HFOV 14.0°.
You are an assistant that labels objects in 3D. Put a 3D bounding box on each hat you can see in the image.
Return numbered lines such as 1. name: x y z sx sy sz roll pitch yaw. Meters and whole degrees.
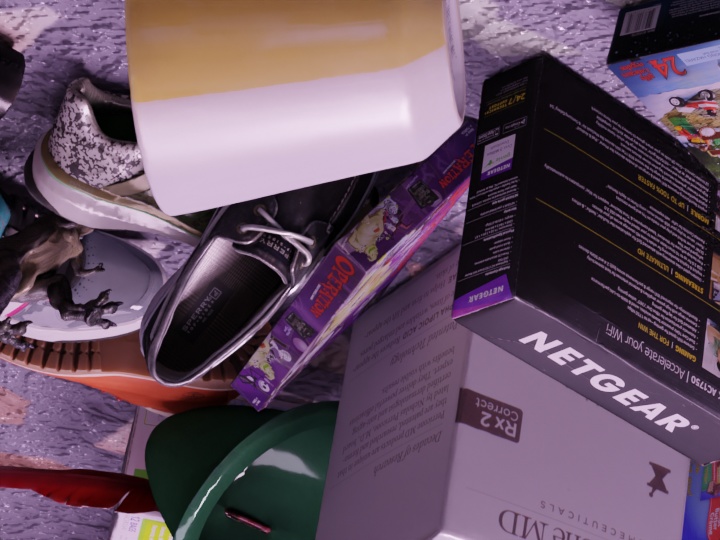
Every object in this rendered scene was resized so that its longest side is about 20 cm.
1. hat: -0.111 0.107 1.872 0.200 0.176 0.166 -7 128 -45

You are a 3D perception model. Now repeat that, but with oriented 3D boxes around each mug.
1. mug: -0.031 -0.114 1.438 0.153 0.150 0.187 -4 157 7

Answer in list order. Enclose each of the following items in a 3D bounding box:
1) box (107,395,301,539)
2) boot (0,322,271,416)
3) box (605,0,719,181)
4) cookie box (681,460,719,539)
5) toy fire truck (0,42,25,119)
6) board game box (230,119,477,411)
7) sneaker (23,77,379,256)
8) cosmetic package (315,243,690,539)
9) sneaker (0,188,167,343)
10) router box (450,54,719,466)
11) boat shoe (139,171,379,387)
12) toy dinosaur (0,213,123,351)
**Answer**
1. box: -0.062 0.154 1.974 0.199 0.102 0.113 12 152 -5
2. boot: -0.163 0.051 1.852 0.199 0.075 0.107 13 156 -9
3. box: 0.243 -0.097 1.464 0.200 0.038 0.137 -10 141 40
4. cookie box: 0.272 0.103 1.708 0.075 0.172 0.200 26 148 -32
5. toy fire truck: -0.260 -0.025 1.589 0.128 0.200 0.176 28 140 -30
6. board game box: 0.000 0.000 1.663 0.032 0.120 0.200 41 149 2
7. sneaker: -0.085 -0.060 1.631 0.199 0.077 0.089 9 139 -7
8. cosmetic package: 0.087 0.115 1.754 0.164 0.201 0.165 21 150 -22
9. sneaker: -0.211 -0.020 1.728 0.199 0.084 0.121 11 161 0
10. router box: 0.142 -0.004 1.574 0.200 0.150 0.051 30 145 -33
11. boat shoe: -0.048 -0.014 1.590 0.072 0.071 0.200 31 104 -15
12. toy dinosaur: -0.192 0.009 1.650 0.088 0.200 0.048 39 151 39
